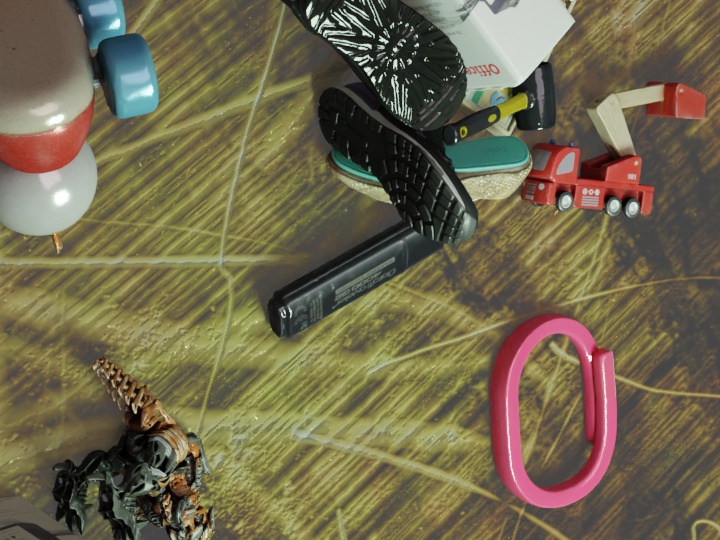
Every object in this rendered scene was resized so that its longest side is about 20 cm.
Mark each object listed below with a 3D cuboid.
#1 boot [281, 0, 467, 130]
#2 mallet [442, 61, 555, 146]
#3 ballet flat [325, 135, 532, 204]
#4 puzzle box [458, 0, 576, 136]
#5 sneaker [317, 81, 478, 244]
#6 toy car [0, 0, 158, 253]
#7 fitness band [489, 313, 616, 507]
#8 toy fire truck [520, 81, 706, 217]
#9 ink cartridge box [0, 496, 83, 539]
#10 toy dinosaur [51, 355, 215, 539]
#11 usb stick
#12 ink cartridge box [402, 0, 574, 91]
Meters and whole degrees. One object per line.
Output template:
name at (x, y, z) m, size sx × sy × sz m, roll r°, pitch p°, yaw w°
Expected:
boot at (-0.007, -0.219, 1.373) m, size 0.079 × 0.158 × 0.211 m, roll -47°, pitch 129°, yaw 1°
mallet at (0.128, -0.136, 1.472) m, size 0.200 × 0.041 × 0.066 m, roll -39°, pitch 125°, yaw -51°
ballet flat at (0.062, -0.085, 1.489) m, size 0.198 × 0.071 × 0.066 m, roll -1°, pitch 141°, yaw -13°
puzzle box at (0.136, -0.246, 1.538) m, size 0.133 × 0.025 × 0.201 m, roll 30°, pitch 82°, yaw -34°
sneaker at (0.054, -0.108, 1.415) m, size 0.087 × 0.200 × 0.076 m, roll -20°, pitch 143°, yaw -33°
toy car at (-0.261, -0.106, 1.252) m, size 0.183 × 0.177 × 0.201 m, roll -15°, pitch 136°, yaw -17°
fitness band at (0.198, 0.144, 1.648) m, size 0.143 × 0.037 × 0.202 m, roll -12°, pitch 105°, yaw -28°
toy fire truck at (0.256, -0.128, 1.625) m, size 0.199 × 0.049 × 0.142 m, roll 4°, pitch 97°, yaw -33°
ink cartridge box at (-0.264, 0.278, 1.267) m, size 0.084 × 0.199 × 0.147 m, roll -7°, pitch 103°, yaw -32°
toy dinosaur at (-0.192, 0.169, 1.378) m, size 0.136 × 0.102 × 0.201 m, roll -38°, pitch 100°, yaw -38°
usb stick at (0.000, 0.000, 1.486) m, size 0.199 × 0.033 × 0.056 m, roll -30°, pitch 145°, yaw -25°
ink cartridge box at (0.073, -0.260, 1.403) m, size 0.084 × 0.145 × 0.200 m, roll -46°, pitch 110°, yaw -16°
